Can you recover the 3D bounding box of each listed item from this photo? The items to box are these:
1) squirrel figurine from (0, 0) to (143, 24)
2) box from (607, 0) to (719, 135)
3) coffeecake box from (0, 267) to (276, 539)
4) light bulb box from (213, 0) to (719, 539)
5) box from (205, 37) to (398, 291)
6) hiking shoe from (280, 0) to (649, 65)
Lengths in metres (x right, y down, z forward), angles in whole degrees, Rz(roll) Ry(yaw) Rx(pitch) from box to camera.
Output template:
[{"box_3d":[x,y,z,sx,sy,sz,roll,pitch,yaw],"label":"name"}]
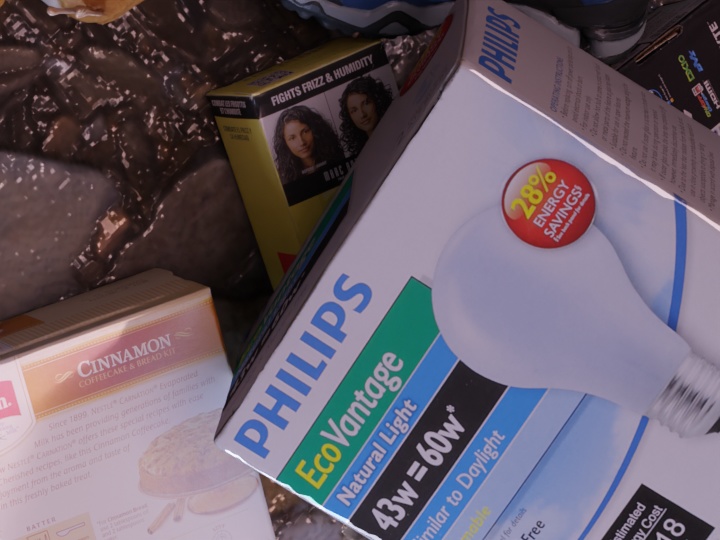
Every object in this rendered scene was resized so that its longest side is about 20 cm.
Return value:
[{"box_3d":[-0.134,-0.196,1.146,0.186,0.141,0.201,19,91,-33],"label":"squirrel figurine"},{"box_3d":[0.139,0.003,1.312,0.198,0.050,0.201,-38,106,-31],"label":"box"},{"box_3d":[-0.120,0.120,1.223,0.153,0.073,0.201,-19,104,-21],"label":"coffeecake box"},{"box_3d":[0.075,0.025,1.169,0.200,0.125,0.199,31,109,-6],"label":"light bulb box"},{"box_3d":[0.000,0.000,1.278,0.075,0.050,0.201,-23,106,-23],"label":"box"},{"box_3d":[0.046,-0.151,1.249,0.199,0.075,0.087,4,136,-23],"label":"hiking shoe"}]
